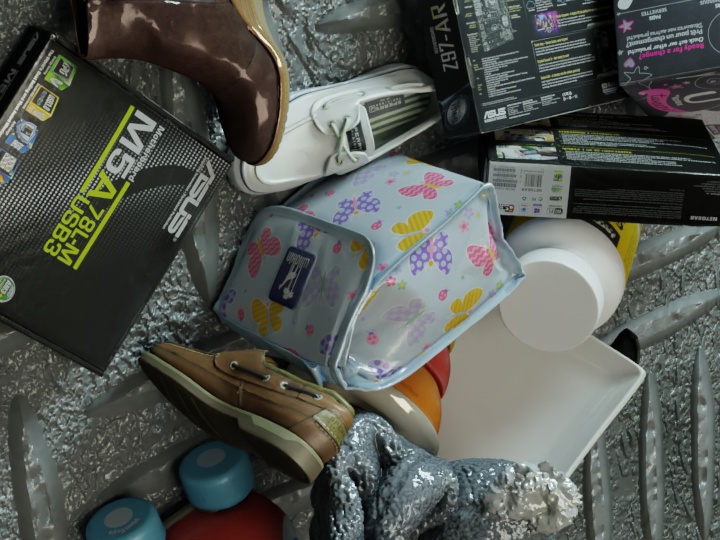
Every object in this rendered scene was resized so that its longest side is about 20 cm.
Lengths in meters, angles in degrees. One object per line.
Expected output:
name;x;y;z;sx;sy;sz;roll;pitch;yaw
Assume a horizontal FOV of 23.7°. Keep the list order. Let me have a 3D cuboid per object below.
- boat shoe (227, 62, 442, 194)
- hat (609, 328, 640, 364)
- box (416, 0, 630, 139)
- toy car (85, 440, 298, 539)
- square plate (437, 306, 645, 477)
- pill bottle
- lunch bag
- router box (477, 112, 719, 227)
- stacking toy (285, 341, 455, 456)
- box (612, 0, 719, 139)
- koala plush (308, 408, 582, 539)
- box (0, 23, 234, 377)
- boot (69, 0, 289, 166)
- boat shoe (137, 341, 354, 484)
boat shoe;-0.014;-0.118;1.389;0.200;0.067;0.074;-32;123;-25
hat;0.171;0.122;1.591;0.081;0.201;0.201;34;83;-3
box;0.139;-0.206;1.444;0.200;0.043;0.161;-17;97;-40
toy car;-0.095;0.273;1.381;0.177;0.200;0.185;-31;123;-26
square plate;0.115;0.114;1.513;0.198;0.200;0.028;-52;161;-11
pill bottle;0.179;-0.012;1.485;0.200;0.112;0.113;-59;147;-61
lunch bag;0.000;0.000;1.375;0.200;0.170;0.127;-39;126;-20
router box;0.202;-0.090;1.455;0.200;0.149;0.051;4;113;1
stacking toy;0.038;0.059;1.476;0.200;0.146;0.146;-58;133;-28
box;0.308;-0.194;1.512;0.200;0.132;0.115;28;56;-63
koala plush;0.065;0.195;1.349;0.200;0.177;0.184;-1;67;-8
box;-0.217;-0.048;1.270;0.193;0.047;0.200;36;83;-38
boot;-0.139;-0.165;1.265;0.166;0.072;0.200;-16;104;-40
boat shoe;-0.087;0.097;1.329;0.068;0.200;0.072;-49;143;-19
